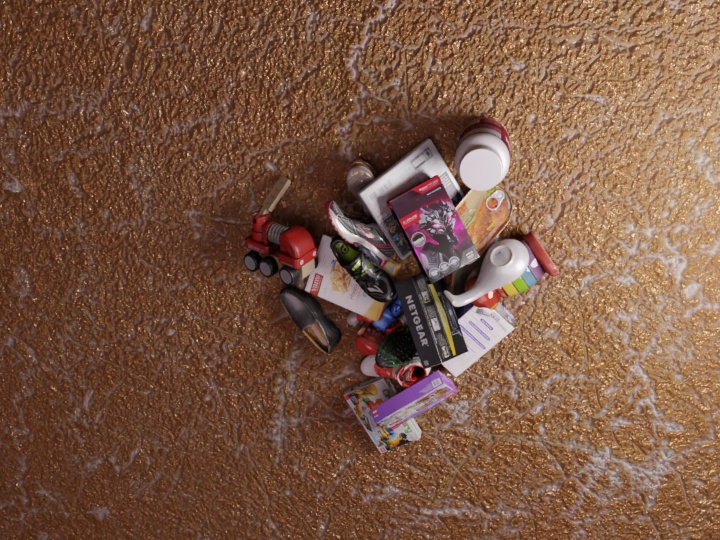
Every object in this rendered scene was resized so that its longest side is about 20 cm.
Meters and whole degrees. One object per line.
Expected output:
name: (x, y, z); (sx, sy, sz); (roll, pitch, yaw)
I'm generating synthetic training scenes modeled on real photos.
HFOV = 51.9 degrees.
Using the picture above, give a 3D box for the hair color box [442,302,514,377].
hair color box: (0.262, 0.150, 1.776); (0.109, 0.065, 0.200); (42, 118, -8)

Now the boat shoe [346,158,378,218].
boat shoe: (0.032, -0.170, 1.670); (0.075, 0.072, 0.201); (-17, 129, 15)

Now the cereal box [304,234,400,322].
cereal box: (-0.020, 0.016, 1.748); (0.197, 0.039, 0.146); (21, 101, 13)

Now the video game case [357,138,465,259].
video game case: (0.120, -0.156, 1.628); (0.199, 0.023, 0.183); (-38, 110, -6)

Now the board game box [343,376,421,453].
board game box: (0.059, 0.375, 1.941); (0.125, 0.035, 0.202); (-26, 107, 21)

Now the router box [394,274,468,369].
router box: (0.163, 0.109, 1.684); (0.052, 0.156, 0.203); (-23, 82, 30)

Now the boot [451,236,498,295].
boot: (0.259, -0.015, 1.691); (0.095, 0.075, 0.203); (7, 111, 9)

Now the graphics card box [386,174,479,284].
graphics card box: (0.154, -0.087, 1.584); (0.124, 0.051, 0.202); (-27, 92, -6)

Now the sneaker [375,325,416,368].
sneaker: (0.100, 0.189, 1.758); (0.078, 0.199, 0.086); (47, 129, 16)

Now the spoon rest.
spoon rest: (0.274, 0.009, 1.600); (0.199, 0.100, 0.061); (-37, 145, 6)

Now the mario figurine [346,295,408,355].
mario figurine: (0.048, 0.115, 1.814); (0.123, 0.105, 0.202); (41, 110, 31)

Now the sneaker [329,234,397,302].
sneaker: (0.000, -0.001, 1.677); (0.200, 0.083, 0.071); (46, 104, 8)

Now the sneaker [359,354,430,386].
sneaker: (0.082, 0.242, 1.832); (0.198, 0.108, 0.068); (-13, 112, 17)

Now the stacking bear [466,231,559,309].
stacking bear: (0.327, 0.014, 1.651); (0.199, 0.121, 0.115); (-35, 83, 11)

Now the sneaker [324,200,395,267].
sneaker: (0.001, -0.095, 1.651); (0.199, 0.081, 0.075); (36, 105, -26)

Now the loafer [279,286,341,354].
loafer: (-0.128, 0.124, 1.842); (0.200, 0.072, 0.073); (43, 117, -9)

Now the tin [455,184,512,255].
tin: (0.248, -0.103, 1.631); (0.112, 0.042, 0.200); (42, 90, -5)

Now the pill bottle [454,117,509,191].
pill bottle: (0.251, -0.236, 1.520); (0.111, 0.201, 0.115); (5, 117, 10)

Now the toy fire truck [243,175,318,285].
toy fire truck: (-0.180, -0.096, 1.714); (0.174, 0.128, 0.203); (19, 126, 32)

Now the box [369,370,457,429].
box: (0.133, 0.322, 1.827); (0.198, 0.137, 0.039); (-31, 64, 9)
